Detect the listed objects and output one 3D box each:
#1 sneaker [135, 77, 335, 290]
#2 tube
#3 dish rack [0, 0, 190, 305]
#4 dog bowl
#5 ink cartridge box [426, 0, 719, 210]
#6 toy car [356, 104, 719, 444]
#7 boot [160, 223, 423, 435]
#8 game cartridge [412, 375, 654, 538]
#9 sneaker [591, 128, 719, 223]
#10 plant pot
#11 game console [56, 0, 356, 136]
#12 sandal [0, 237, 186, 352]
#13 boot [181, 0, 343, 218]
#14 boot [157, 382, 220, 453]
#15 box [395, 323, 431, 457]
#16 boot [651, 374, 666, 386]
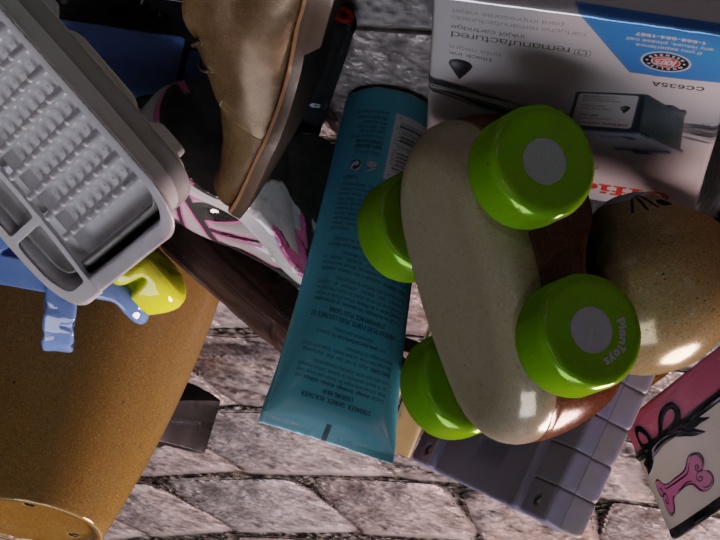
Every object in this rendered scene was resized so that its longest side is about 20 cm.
[{"bbox_3d":[-0.074,-0.050,1.562,0.086,0.081,0.200,2,153,37],"label":"sneaker"},{"bbox_3d":[0.000,0.000,1.521,0.077,0.201,0.050,16,156,-10],"label":"tube"},{"bbox_3d":[-0.166,-0.074,1.480,0.172,0.044,0.200,50,154,-4],"label":"dish rack"},{"bbox_3d":[0.238,0.066,1.621,0.074,0.200,0.200,52,156,7],"label":"dog bowl"},{"bbox_3d":[0.108,-0.112,1.364,0.145,0.086,0.200,8,156,4],"label":"ink cartridge box"},{"bbox_3d":[0.127,-0.010,1.370,0.199,0.159,0.164,-13,174,-25],"label":"toy car"},{"bbox_3d":[-0.041,0.017,1.696,0.200,0.064,0.186,37,180,22],"label":"boot"},{"bbox_3d":[0.096,0.065,1.536,0.038,0.130,0.200,22,178,-20],"label":"game cartridge"},{"bbox_3d":[0.206,-0.040,1.511,0.114,0.076,0.200,21,160,-28],"label":"sneaker"},{"bbox_3d":[-0.185,0.063,1.749,0.185,0.201,0.187,7,157,3],"label":"plant pot"},{"bbox_3d":[-0.102,-0.108,1.530,0.176,0.031,0.200,12,158,-5],"label":"game console"},{"bbox_3d":[-0.196,-0.026,1.610,0.200,0.087,0.080,45,-172,-7],"label":"sandal"},{"bbox_3d":[-0.055,-0.111,1.424,0.075,0.074,0.201,21,134,2],"label":"boot"},{"bbox_3d":[-0.216,0.069,1.945,0.199,0.066,0.165,8,-159,-46],"label":"boot"},{"bbox_3d":[0.062,-0.002,1.542,0.021,0.164,0.200,23,157,3],"label":"box"},{"bbox_3d":[0.153,0.044,1.631,0.071,0.201,0.144,42,133,-4],"label":"boot"}]
